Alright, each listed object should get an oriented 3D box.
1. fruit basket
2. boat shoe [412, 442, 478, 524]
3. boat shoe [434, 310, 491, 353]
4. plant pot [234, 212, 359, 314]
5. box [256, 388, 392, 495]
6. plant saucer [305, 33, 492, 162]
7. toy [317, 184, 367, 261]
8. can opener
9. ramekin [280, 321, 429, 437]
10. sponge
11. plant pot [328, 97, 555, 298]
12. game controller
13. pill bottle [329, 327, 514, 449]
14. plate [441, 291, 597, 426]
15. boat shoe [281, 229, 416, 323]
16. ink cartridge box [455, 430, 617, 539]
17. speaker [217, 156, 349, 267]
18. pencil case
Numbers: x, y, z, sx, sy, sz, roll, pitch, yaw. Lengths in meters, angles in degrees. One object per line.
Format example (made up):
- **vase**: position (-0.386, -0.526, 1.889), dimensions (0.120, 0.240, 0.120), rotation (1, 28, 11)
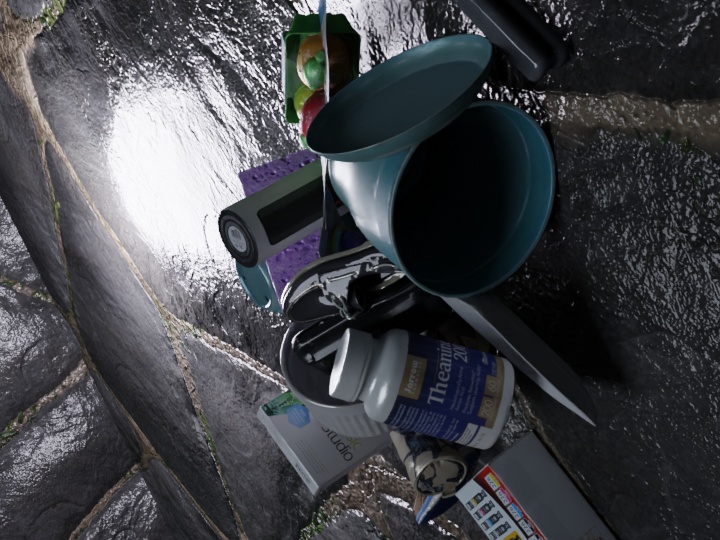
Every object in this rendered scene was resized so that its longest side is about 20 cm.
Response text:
- **fruit basket**: position (-0.049, -0.196, 1.265), dimensions (0.186, 0.093, 0.201), rotation (94, 179, -49)
- **boat shoe**: position (0.112, 0.291, 1.588), dimensions (0.072, 0.072, 0.201), rotation (51, 142, 27)
- **boat shoe**: position (0.129, 0.140, 1.395), dimensions (0.072, 0.072, 0.201), rotation (29, 140, 45)
- **plant pot**: position (-0.099, -0.016, 1.565), dimensions (0.200, 0.134, 0.201), rotation (41, 147, 34)
- **box**: position (-0.029, 0.212, 1.599), dimensions (0.145, 0.199, 0.036), rotation (51, 147, 16)
- **plant saucer**: position (0.040, -0.161, 1.061), dimensions (0.200, 0.200, 0.028), rotation (13, 140, 55)
- **toy**: position (0.000, 0.000, 1.370), dimensions (0.201, 0.047, 0.116), rotation (70, -163, -45)
- **can opener**: position (0.120, -0.268, 1.033), dimensions (0.200, 0.053, 0.067), rotation (50, 152, 17)
- **ramekin**: position (0.002, 0.127, 1.472), dimensions (0.200, 0.200, 0.105), rotation (37, 159, 38)
- **sponge**: position (-0.082, -0.054, 1.473), dimensions (0.030, 0.111, 0.201), rotation (85, 166, -77)
- **plant pot**: position (0.068, -0.097, 1.154), dimensions (0.188, 0.199, 0.201), rotation (34, 144, 54)
- **game controller**: position (0.015, 0.068, 1.341), dimensions (0.104, 0.199, 0.042), rotation (30, -143, -49)
- **pill bottle**: position (0.070, 0.132, 1.290), dimensions (0.199, 0.112, 0.111), rotation (16, 150, -8)
- **plate**: position (0.162, 0.072, 1.209), dimensions (0.199, 0.032, 0.200), rotation (43, 179, -20)
- **boat shoe**: position (-0.013, 0.021, 1.261), dimensions (0.199, 0.063, 0.073), rotation (-27, 133, 27)
- **ink cartridge box**: position (0.223, 0.333, 1.412), dimensions (0.200, 0.084, 0.176), rotation (52, 152, 15)
- **speaker**: position (-0.080, -0.082, 1.396), dimensions (0.081, 0.199, 0.082), rotation (33, 140, 34)
- **pencil case**: position (0.072, 0.215, 1.505), dimensions (0.090, 0.078, 0.200), rotation (54, -177, -47)
